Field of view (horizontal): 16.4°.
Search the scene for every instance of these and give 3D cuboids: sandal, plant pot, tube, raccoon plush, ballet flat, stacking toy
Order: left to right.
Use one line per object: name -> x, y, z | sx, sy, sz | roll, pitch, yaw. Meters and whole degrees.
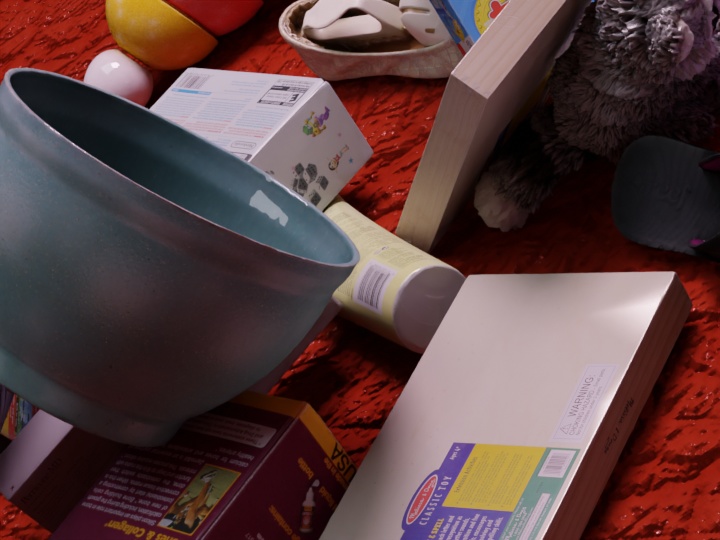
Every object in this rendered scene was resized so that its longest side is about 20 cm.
plant pot -> -0.119, 0.004, 1.259 | 0.135, 0.200, 0.200 | -61, 30, 11
stacking toy -> -0.134, -0.194, 1.765 | 0.200, 0.146, 0.146 | -55, 32, 3
tube -> 0.000, 0.000, 1.429 | 0.058, 0.052, 0.200 | -4, 14, -25
ballet flat -> 0.028, -0.156, 1.584 | 0.199, 0.062, 0.068 | -7, 60, 41
raccoon plush -> 0.129, -0.090, 1.331 | 0.097, 0.134, 0.200 | 39, 102, 17
sandal -> 0.186, -0.031, 1.257 | 0.200, 0.048, 0.076 | 6, 90, 55

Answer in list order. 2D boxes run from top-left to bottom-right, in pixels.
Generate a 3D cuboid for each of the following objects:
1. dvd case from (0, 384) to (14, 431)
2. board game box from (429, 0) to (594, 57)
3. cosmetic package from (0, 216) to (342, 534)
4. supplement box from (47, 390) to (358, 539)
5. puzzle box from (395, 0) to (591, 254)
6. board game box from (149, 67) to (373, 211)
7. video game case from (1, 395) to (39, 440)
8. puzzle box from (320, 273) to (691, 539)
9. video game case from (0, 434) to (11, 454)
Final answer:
dvd case -> -0.209, 0.061, 1.327 | 0.016, 0.149, 0.200 | 8, 42, 3
board game box -> 0.105, -0.250, 1.493 | 0.200, 0.196, 0.056 | -33, 2, -4
cosmetic package -> -0.109, 0.065, 1.379 | 0.200, 0.083, 0.051 | -49, 32, -3
supplement box -> -0.097, 0.160, 1.268 | 0.110, 0.086, 0.200 | 7, 51, 49
puzzle box -> 0.078, -0.100, 1.380 | 0.133, 0.025, 0.200 | -52, -8, -25
board game box -> -0.110, -0.032, 1.510 | 0.200, 0.064, 0.147 | -48, 31, -22
video game case -> -0.202, 0.030, 1.469 | 0.017, 0.144, 0.200 | -6, 18, -37
puzzle box -> 0.071, 0.081, 1.247 | 0.133, 0.025, 0.200 | 0, 46, 39
video game case -> -0.223, 0.047, 1.600 | 0.200, 0.026, 0.181 | -43, 32, -12
